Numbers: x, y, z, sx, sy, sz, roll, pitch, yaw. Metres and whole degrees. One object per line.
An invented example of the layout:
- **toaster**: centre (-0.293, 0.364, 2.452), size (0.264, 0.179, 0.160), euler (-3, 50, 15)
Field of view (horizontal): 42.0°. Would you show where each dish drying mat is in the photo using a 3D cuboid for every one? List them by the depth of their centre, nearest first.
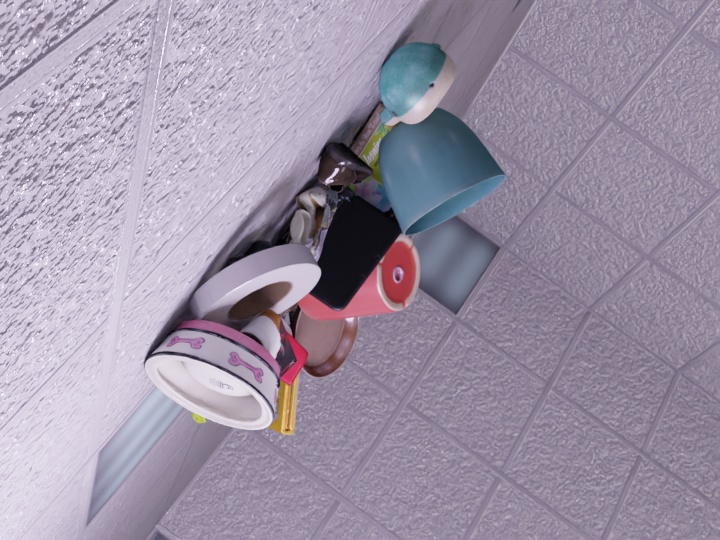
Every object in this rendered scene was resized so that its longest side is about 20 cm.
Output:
- **dish drying mat**: centre (-0.172, 0.121, 1.665), size (0.018, 0.200, 0.077), euler (6, -122, 51)

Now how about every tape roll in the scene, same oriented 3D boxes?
- **tape roll**: centre (-0.154, 0.030, 1.373), size (0.202, 0.037, 0.203), euler (-26, 163, -9)

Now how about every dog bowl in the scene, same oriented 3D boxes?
- **dog bowl**: centre (-0.203, 0.146, 1.342), size (0.200, 0.200, 0.074), euler (121, -6, -58)

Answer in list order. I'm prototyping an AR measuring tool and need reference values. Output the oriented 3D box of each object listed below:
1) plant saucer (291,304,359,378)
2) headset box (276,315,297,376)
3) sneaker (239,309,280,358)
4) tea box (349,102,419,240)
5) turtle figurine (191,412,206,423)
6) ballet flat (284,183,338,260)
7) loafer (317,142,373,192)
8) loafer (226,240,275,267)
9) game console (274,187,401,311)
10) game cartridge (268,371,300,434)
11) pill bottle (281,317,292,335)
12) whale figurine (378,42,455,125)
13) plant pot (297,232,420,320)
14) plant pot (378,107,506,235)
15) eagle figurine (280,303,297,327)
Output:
- **plant saucer**: centre (-0.073, 0.108, 1.826), size (0.200, 0.034, 0.201), euler (-21, 117, -49)
- **headset box**: centre (-0.197, 0.127, 1.538), size (0.149, 0.075, 0.200), euler (-45, 147, -24)
- **sneaker**: centre (-0.158, 0.141, 1.452), size (0.085, 0.073, 0.200), euler (-53, 170, -46)
- **tea box**: centre (0.073, -0.186, 1.779), size (0.200, 0.197, 0.134), euler (-57, 177, 19)
- **turtle figurine**: centre (-0.270, 0.213, 1.823), size (0.064, 0.201, 0.161), euler (10, -148, 45)
- **ballet flat**: centre (-0.083, -0.091, 1.568), size (0.072, 0.072, 0.201), euler (122, -15, -50)
- **loafer**: centre (-0.036, -0.171, 1.579), size (0.071, 0.073, 0.200), euler (-49, 170, 9)
- **loafer**: centre (-0.161, -0.012, 1.464), size (0.201, 0.068, 0.071), euler (14, 73, -77)
- **game console**: centre (-0.057, -0.037, 1.648), size (0.200, 0.116, 0.176), euler (-53, -157, -20)
- **game cartridge**: centre (-0.178, 0.229, 1.895), size (0.200, 0.032, 0.177), euler (0, -96, 61)
- **pill bottle**: centre (-0.227, 0.160, 1.711), size (0.200, 0.120, 0.120), euler (-52, 176, -24)
- **whale figurine**: centre (0.072, -0.315, 1.539), size (0.159, 0.104, 0.200), euler (-55, -159, 2)
- **plant pot**: centre (0.000, 0.000, 1.720), size (0.200, 0.177, 0.201), euler (-6, 98, -54)
- **plant pot**: centre (0.124, -0.179, 1.603), size (0.200, 0.161, 0.201), euler (-27, 172, -4)
- **eagle figurine**: centre (-0.122, 0.043, 1.891), size (0.152, 0.151, 0.200), euler (-108, -143, -69)
